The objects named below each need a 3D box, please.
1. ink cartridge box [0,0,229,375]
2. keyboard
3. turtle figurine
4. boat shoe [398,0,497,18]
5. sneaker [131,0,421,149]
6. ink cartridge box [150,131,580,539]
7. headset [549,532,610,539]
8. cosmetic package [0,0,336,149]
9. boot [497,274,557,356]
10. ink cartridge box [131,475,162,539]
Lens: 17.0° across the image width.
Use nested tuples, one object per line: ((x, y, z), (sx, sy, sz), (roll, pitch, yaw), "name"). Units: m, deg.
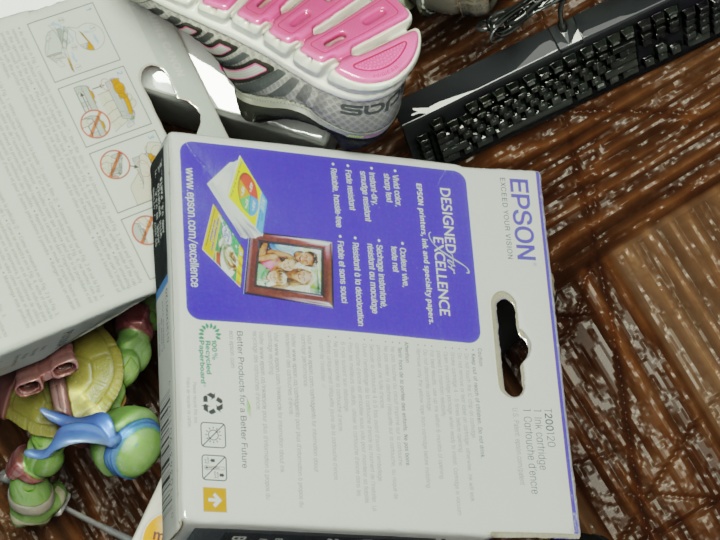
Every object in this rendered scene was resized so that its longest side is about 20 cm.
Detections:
((-0.164, -0.043, 1.184), (0.199, 0.050, 0.163), (-21, 79, -26), "ink cartridge box")
((0.111, -0.118, 1.278), (0.199, 0.127, 0.021), (-26, 60, -1), "keyboard")
((-0.155, 0.058, 1.291), (0.194, 0.200, 0.144), (39, 117, 26), "turtle figurine")
((0.076, -0.206, 1.278), (0.060, 0.072, 0.202), (16, 54, 19), "boat shoe")
((-0.056, -0.121, 1.185), (0.199, 0.088, 0.074), (30, 59, 22), "sneaker")
((0.000, 0.038, 1.158), (0.199, 0.043, 0.199), (5, 65, -19), "ink cartridge box")
((0.093, 0.181, 1.266), (0.123, 0.094, 0.200), (-34, 69, -2), "headset")
((-0.081, -0.181, 1.285), (0.199, 0.123, 0.200), (17, 86, 3), "cosmetic package")
((0.000, 0.000, 1.261), (0.200, 0.073, 0.151), (37, 45, 11), "boot")
((-0.050, 0.179, 1.220), (0.128, 0.125, 0.201), (28, 99, 20), "ink cartridge box")
